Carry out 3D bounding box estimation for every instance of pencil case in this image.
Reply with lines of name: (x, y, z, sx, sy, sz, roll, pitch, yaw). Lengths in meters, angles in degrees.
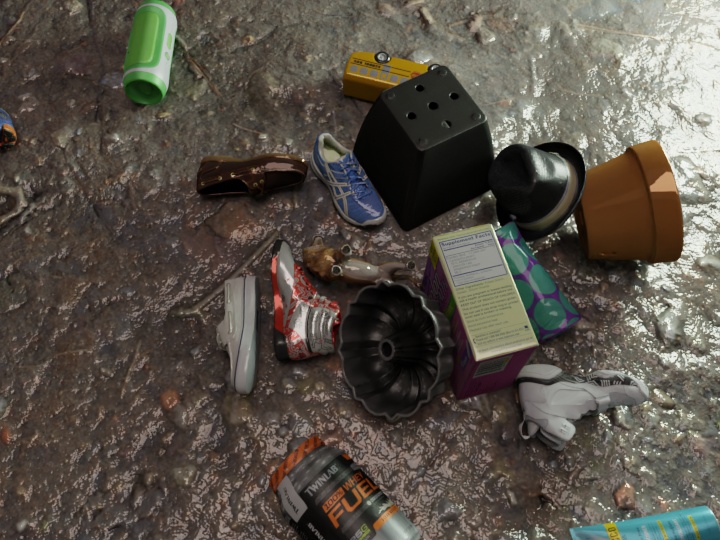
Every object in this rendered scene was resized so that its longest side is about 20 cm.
pencil case: (0.267, 0.017, 1.118, 0.092, 0.085, 0.201, -16, 70, -56)

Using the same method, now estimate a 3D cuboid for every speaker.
speaker: (-0.405, -0.422, 1.339, 0.087, 0.089, 0.203, 0, 63, -1)

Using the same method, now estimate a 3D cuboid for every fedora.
fedora: (0.274, -0.147, 1.153, 0.091, 0.200, 0.203, 25, 59, -28)

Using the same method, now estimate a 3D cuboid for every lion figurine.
lion figurine: (0.000, 0.000, 1.141, 0.198, 0.122, 0.073, 22, 80, -8)

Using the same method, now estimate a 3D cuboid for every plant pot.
plant pot: (0.432, -0.101, 1.148, 0.138, 0.200, 0.203, -11, 63, 10)
plant pot: (0.118, -0.227, 1.202, 0.198, 0.178, 0.201, -26, 67, -14)

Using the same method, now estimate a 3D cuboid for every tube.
tube: (0.403, 0.382, 0.981, 0.197, 0.051, 0.078, -14, 57, -2)

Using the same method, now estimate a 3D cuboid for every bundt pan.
bundt pan: (0.061, 0.116, 1.039, 0.075, 0.202, 0.203, 0, 53, -48)

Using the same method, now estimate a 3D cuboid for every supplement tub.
supplement tub: (-0.026, 0.333, 0.949, 0.200, 0.123, 0.122, 42, 69, 18)

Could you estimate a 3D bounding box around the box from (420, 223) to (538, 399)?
box: (0.171, 0.066, 1.056, 0.095, 0.177, 0.202, -12, 64, -8)

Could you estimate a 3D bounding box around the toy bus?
toy bus: (0.071, -0.360, 1.329, 0.197, 0.065, 0.079, 15, 64, 6)

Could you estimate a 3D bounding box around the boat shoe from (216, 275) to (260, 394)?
boat shoe: (-0.196, 0.098, 1.092, 0.065, 0.072, 0.203, -3, 63, 2)

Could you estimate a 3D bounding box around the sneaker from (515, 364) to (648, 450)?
sneaker: (0.332, 0.212, 1.047, 0.197, 0.075, 0.116, 6, 64, 7)

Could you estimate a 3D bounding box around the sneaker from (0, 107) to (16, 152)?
sneaker: (-0.730, -0.251, 1.262, 0.197, 0.076, 0.079, -7, 54, -14)

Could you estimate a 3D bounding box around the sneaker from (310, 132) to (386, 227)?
sneaker: (-0.026, -0.157, 1.219, 0.075, 0.077, 0.200, -34, 70, -19)

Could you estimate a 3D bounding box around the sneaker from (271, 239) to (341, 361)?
sneaker: (-0.086, 0.043, 1.120, 0.106, 0.067, 0.204, -6, 69, 2)

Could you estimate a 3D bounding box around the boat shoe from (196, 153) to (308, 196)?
boat shoe: (-0.191, -0.160, 1.222, 0.197, 0.071, 0.071, -3, 56, 7)
